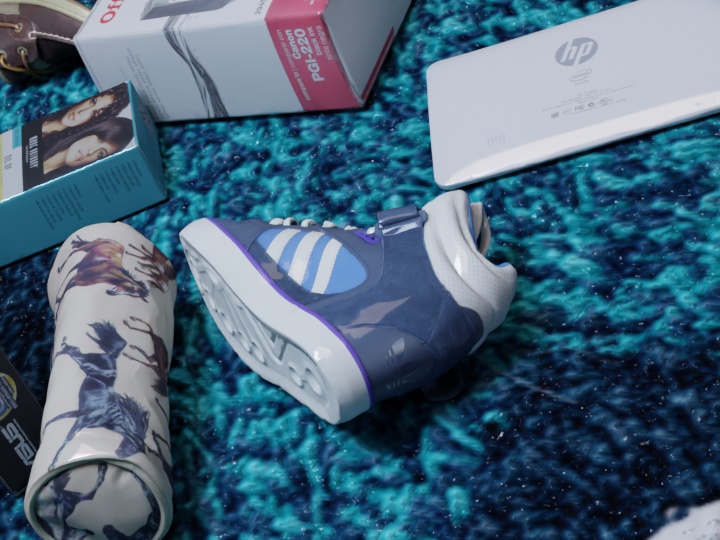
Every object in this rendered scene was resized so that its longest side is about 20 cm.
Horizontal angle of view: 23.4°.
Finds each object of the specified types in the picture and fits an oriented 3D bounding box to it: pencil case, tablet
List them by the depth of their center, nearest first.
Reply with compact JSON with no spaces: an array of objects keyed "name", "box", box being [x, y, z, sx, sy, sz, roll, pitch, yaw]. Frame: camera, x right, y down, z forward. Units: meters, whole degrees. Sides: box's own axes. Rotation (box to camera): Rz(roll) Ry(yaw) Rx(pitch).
[{"name":"pencil case","box":[-0.142,0.068,0.969,0.077,0.090,0.201,4,41,-9]},{"name":"tablet","box":[0.137,-0.118,1.073,0.198,0.014,0.131,-15,40,12]}]

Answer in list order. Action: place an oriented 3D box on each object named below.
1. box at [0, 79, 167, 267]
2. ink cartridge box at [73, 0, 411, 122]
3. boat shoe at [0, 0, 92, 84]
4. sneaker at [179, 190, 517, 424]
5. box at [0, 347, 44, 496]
[{"name":"box","box":[-0.232,-0.052,1.170,0.198,0.049,0.083,-22,39,5]},{"name":"ink cartridge box","box":[-0.077,-0.181,1.202,0.198,0.085,0.146,-3,44,28]},{"name":"boat shoe","box":[-0.249,-0.172,1.310,0.199,0.072,0.073,19,86,28]},{"name":"sneaker","box":[0.000,0.000,0.975,0.146,0.081,0.200,-30,35,-18]},{"name":"box","box":[-0.263,0.020,0.989,0.044,0.201,0.160,-41,42,-18]}]
